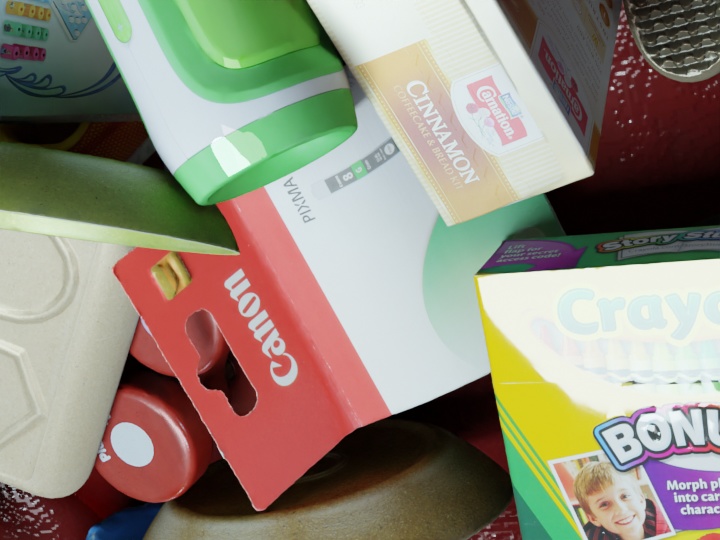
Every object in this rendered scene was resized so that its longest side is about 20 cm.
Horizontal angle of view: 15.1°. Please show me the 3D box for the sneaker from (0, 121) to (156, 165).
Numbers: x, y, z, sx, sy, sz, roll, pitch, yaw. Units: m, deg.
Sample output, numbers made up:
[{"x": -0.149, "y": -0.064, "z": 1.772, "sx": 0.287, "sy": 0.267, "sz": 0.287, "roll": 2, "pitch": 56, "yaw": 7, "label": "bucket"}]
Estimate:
[{"x": -0.094, "y": -0.115, "z": 1.264, "sx": 0.200, "sy": 0.073, "sz": 0.077, "roll": -49, "pitch": 141, "yaw": 14, "label": "sneaker"}]

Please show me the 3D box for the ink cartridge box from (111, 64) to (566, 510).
[{"x": 0.000, "y": 0.000, "z": 1.294, "sx": 0.050, "sy": 0.200, "sz": 0.161, "roll": 16, "pitch": 141, "yaw": 52, "label": "ink cartridge box"}]

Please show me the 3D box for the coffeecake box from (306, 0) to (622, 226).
[{"x": 0.045, "y": -0.141, "z": 1.166, "sx": 0.073, "sy": 0.200, "sz": 0.154, "roll": -20, "pitch": 119, "yaw": 23, "label": "coffeecake box"}]

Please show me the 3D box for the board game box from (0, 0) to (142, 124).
[{"x": -0.140, "y": -0.163, "z": 1.171, "sx": 0.199, "sy": 0.043, "sz": 0.200, "roll": -2, "pitch": 91, "yaw": -20, "label": "board game box"}]

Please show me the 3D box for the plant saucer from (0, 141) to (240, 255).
[{"x": -0.148, "y": -0.035, "z": 1.151, "sx": 0.200, "sy": 0.200, "sz": 0.031, "roll": 7, "pitch": 88, "yaw": 6, "label": "plant saucer"}]

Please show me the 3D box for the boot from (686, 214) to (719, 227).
[{"x": 0.169, "y": 0.034, "z": 1.362, "sx": 0.075, "sy": 0.074, "sz": 0.200, "roll": 29, "pitch": 132, "yaw": -33, "label": "boot"}]

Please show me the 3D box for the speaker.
[{"x": -0.077, "y": -0.131, "z": 1.110, "sx": 0.088, "sy": 0.088, "sz": 0.200, "roll": -29, "pitch": 84, "yaw": 27, "label": "speaker"}]

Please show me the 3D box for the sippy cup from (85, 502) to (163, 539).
[{"x": -0.112, "y": 0.205, "z": 1.497, "sx": 0.178, "sy": 0.140, "sz": 0.130, "roll": -2, "pitch": 120, "yaw": -27, "label": "sippy cup"}]

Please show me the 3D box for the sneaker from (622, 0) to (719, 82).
[{"x": 0.136, "y": -0.186, "z": 1.207, "sx": 0.070, "sy": 0.076, "sz": 0.200, "roll": -3, "pitch": 103, "yaw": 21, "label": "sneaker"}]

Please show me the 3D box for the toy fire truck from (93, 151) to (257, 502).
[{"x": -0.121, "y": 0.008, "z": 1.374, "sx": 0.168, "sy": 0.112, "sz": 0.200, "roll": 26, "pitch": 127, "yaw": 15, "label": "toy fire truck"}]

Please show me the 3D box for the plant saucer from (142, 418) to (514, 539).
[{"x": -0.023, "y": 0.115, "z": 1.378, "sx": 0.200, "sy": 0.200, "sz": 0.035, "roll": -10, "pitch": 102, "yaw": 18, "label": "plant saucer"}]

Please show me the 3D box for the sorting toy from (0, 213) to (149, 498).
[{"x": -0.206, "y": 0.008, "z": 1.305, "sx": 0.200, "sy": 0.036, "sz": 0.185, "roll": 18, "pitch": 126, "yaw": -2, "label": "sorting toy"}]

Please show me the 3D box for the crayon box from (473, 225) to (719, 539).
[{"x": 0.167, "y": 0.067, "z": 1.277, "sx": 0.200, "sy": 0.058, "sz": 0.173, "roll": -4, "pitch": 110, "yaw": 22, "label": "crayon box"}]
